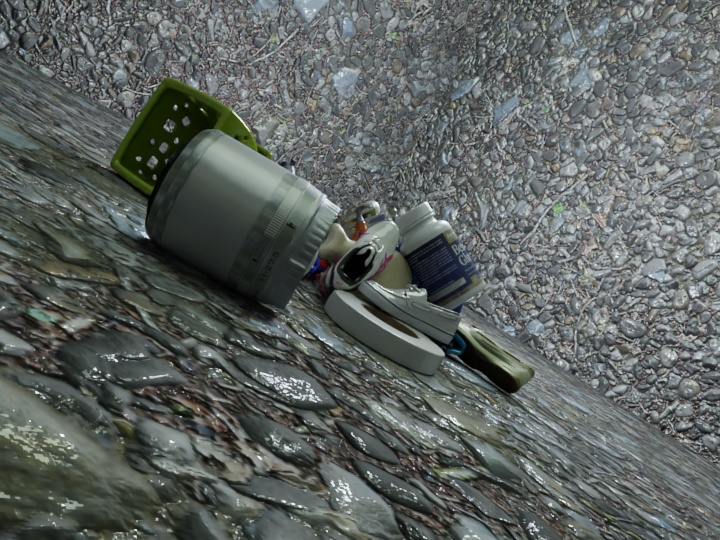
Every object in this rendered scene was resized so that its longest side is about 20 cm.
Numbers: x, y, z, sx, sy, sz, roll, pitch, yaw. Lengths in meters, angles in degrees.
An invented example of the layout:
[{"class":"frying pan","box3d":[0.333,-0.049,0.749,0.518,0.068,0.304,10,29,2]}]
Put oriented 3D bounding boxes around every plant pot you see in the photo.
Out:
[{"class":"plant pot","box3d":[-0.295,-0.202,1.190,0.199,0.200,0.181,32,-1,32]}]

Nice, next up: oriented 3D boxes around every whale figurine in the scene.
[{"class":"whale figurine","box3d":[0.000,0.000,1.227,0.200,0.160,0.104,35,-27,-18]}]

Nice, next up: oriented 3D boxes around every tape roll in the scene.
[{"class":"tape roll","box3d":[0.038,0.095,1.021,0.202,0.037,0.203,31,5,-3]}]

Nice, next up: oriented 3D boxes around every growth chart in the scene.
[{"class":"growth chart","box3d":[0.004,-0.067,1.395,0.199,0.145,0.018,-12,15,-21]}]

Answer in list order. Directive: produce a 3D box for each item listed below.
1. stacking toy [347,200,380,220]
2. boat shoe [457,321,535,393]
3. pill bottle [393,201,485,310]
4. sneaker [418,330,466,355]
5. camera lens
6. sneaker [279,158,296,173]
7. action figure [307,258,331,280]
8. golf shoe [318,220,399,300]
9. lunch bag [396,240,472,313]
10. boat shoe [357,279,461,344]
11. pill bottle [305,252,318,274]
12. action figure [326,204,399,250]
[{"class":"stacking toy","box3d":[-0.007,-0.088,1.671,0.146,0.201,0.146,30,5,-3]},{"class":"boat shoe","box3d":[0.250,0.160,1.290,0.200,0.063,0.073,37,-37,36]},{"class":"pill bottle","box3d":[0.146,-0.027,1.255,0.200,0.111,0.111,59,6,2]},{"class":"sneaker","box3d":[0.136,0.111,1.224,0.082,0.073,0.200,33,6,36]},{"class":"camera lens","box3d":[-0.145,-0.063,0.794,0.199,0.160,0.160,30,5,-5]},{"class":"sneaker","box3d":[-0.212,-0.166,1.293,0.199,0.088,0.074,-7,-26,21]},{"class":"action figure","box3d":[-0.090,-0.014,1.226,0.051,0.066,0.200,-1,0,10]},{"class":"golf shoe","box3d":[0.014,-0.023,1.129,0.073,0.200,0.092,46,-33,-6]},{"class":"lunch bag","box3d":[0.153,0.039,1.410,0.135,0.201,0.132,-12,34,-33]},{"class":"boat shoe","box3d":[0.087,0.056,1.113,0.200,0.066,0.074,29,4,-26]},{"class":"pill bottle","box3d":[-0.147,-0.058,1.036,0.112,0.113,0.200,27,5,-28]},{"class":"action figure","box3d":[-0.006,-0.039,1.352,0.104,0.194,0.200,9,28,34]}]
